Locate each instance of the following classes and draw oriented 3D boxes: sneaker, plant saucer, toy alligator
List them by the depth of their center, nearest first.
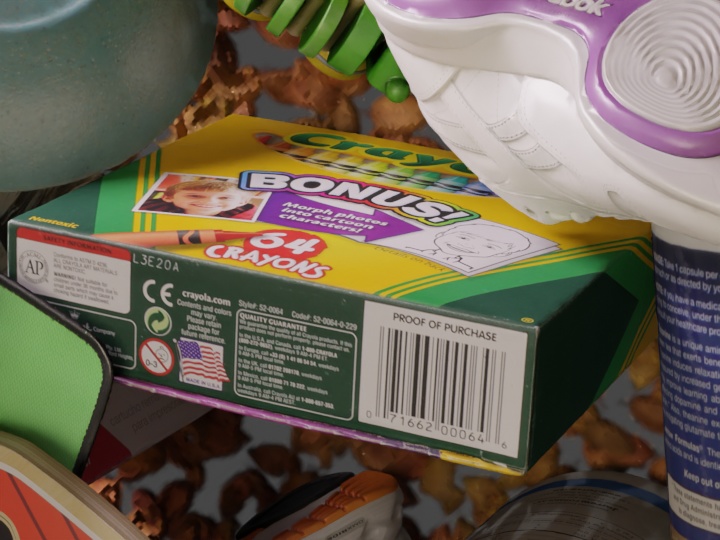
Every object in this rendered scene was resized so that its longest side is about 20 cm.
[{"bbox_3d":[0.086,-0.051,0.773,0.200,0.075,0.100,35,155,41],"label":"sneaker"},{"bbox_3d":[0.006,-0.090,0.862,0.200,0.054,0.059,34,132,-6],"label":"toy alligator"},{"bbox_3d":[-0.147,-0.124,0.876,0.201,0.201,0.039,44,145,8],"label":"plant saucer"},{"bbox_3d":[-0.052,0.164,0.927,0.092,0.200,0.076,65,162,-11],"label":"sneaker"}]

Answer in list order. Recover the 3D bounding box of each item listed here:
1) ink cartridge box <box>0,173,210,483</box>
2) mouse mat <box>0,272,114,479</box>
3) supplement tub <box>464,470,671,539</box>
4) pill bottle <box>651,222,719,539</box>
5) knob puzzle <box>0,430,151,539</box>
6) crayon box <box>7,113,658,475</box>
[{"bbox_3d":[-0.167,0.001,0.934,0.083,0.145,0.200,-26,93,34],"label":"ink cartridge box"},{"bbox_3d":[-0.177,0.070,0.863,0.161,0.008,0.200,31,119,18],"label":"mouse mat"},{"bbox_3d":[0.065,0.162,0.850,0.132,0.200,0.132,7,107,23],"label":"supplement tub"},{"bbox_3d":[0.160,0.014,0.817,0.111,0.111,0.200,1,104,25],"label":"pill bottle"},{"bbox_3d":[-0.139,0.142,0.833,0.219,0.030,0.220,13,113,33],"label":"knob puzzle"},{"bbox_3d":[0.000,0.000,0.852,0.200,0.173,0.058,12,112,21],"label":"crayon box"}]
